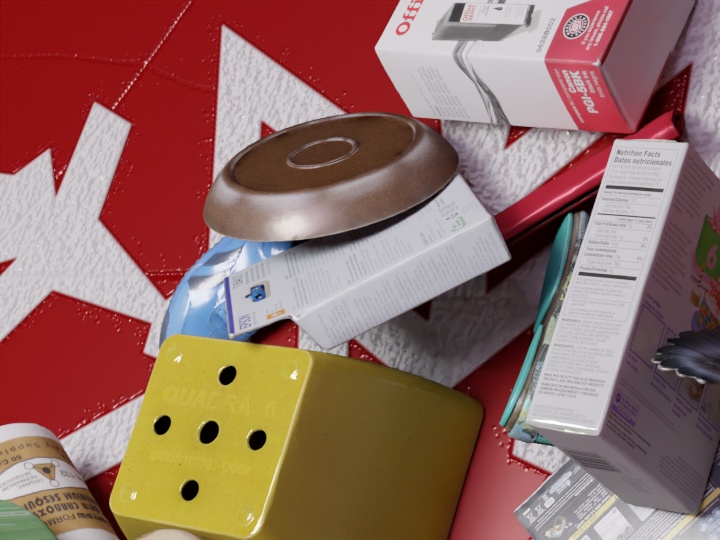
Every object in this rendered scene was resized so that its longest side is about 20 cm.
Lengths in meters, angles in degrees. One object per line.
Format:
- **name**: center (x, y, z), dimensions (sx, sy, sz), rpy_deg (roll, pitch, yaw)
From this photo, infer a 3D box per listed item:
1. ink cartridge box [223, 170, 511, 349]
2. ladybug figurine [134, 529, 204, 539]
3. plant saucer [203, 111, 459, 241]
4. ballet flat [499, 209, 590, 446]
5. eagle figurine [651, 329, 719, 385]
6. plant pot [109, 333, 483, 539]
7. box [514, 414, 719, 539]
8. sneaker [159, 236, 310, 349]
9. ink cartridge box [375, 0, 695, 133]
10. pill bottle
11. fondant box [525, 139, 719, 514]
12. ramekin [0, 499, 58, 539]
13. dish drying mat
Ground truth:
- **ink cartridge box**: center (0.000, 0.000, 1.568), dimensions (0.199, 0.041, 0.200), rpy_deg (-24, 13, 1)
- **ladybug figurine**: center (-0.126, 0.245, 1.463), dimensions (0.200, 0.072, 0.136), rpy_deg (-27, 57, 54)
- **plant saucer**: center (-0.026, -0.077, 1.651), dimensions (0.199, 0.032, 0.200), rpy_deg (-12, 24, 5)
- **ballet flat**: center (0.151, 0.045, 1.530), dimensions (0.074, 0.074, 0.200), rpy_deg (-5, 48, 31)
- **eagle figurine**: center (0.293, 0.082, 1.328), dimensions (0.199, 0.151, 0.152), rpy_deg (-25, 27, 6)
- **plant pot**: center (-0.061, 0.145, 1.548), dimensions (0.199, 0.176, 0.201), rpy_deg (6, 71, 35)
- **box**: center (0.221, 0.152, 1.443), dimensions (0.200, 0.049, 0.161), rpy_deg (-45, 48, 5)
- **sneaker**: center (-0.078, 0.008, 1.695), dimensions (0.200, 0.066, 0.078), rpy_deg (-49, 40, 0)
- **ink cartridge box**: center (0.131, -0.188, 1.636), dimensions (0.199, 0.083, 0.147), rpy_deg (7, 58, 35)
- **pill bottle**: center (-0.240, 0.223, 1.663), dimensions (0.114, 0.114, 0.200), rpy_deg (-42, 56, 8)
- **fondant box**: center (0.190, 0.037, 1.400), dimensions (0.058, 0.144, 0.201), rpy_deg (7, 68, 38)
- **ramekin**: center (-0.290, 0.256, 1.563), dimensions (0.199, 0.098, 0.201), rpy_deg (1, 92, 34)
- **dish drying mat**: center (0.148, -0.056, 1.591), dimensions (0.200, 0.018, 0.077), rpy_deg (-32, 9, 16)
